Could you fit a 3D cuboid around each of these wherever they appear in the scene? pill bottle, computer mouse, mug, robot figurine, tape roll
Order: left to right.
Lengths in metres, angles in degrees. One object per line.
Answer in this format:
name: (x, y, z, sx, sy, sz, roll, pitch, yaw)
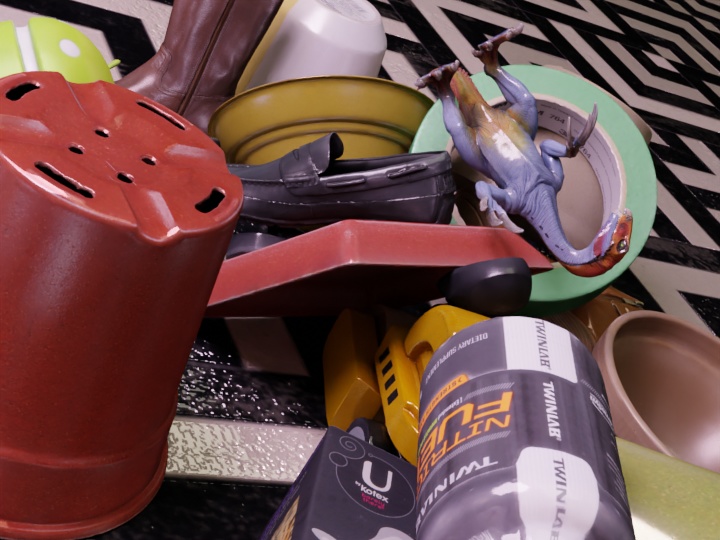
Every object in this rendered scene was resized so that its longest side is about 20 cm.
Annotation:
robot figurine: (-0.256, -0.104, 0.853, 0.199, 0.116, 0.176, -14, 40, -10)
mug: (-0.066, -0.196, 1.192, 0.186, 0.153, 0.150, 21, 29, -14)
computer mouse: (0.078, 0.026, 0.891, 0.058, 0.200, 0.034, -8, 80, -7)
pill bottle: (0.080, 0.116, 0.626, 0.106, 0.106, 0.200, 24, 27, -9)
tape roll: (0.134, -0.064, 1.006, 0.200, 0.048, 0.201, 2, 72, -7)

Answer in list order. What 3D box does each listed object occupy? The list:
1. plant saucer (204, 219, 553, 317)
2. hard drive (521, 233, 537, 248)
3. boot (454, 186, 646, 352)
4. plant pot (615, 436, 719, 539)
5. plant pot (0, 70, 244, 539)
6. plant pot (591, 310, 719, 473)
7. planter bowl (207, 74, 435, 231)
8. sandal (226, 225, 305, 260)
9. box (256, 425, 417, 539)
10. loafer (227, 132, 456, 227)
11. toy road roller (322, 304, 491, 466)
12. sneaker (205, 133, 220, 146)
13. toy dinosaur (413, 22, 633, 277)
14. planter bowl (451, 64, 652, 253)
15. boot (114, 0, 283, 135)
plant saucer: (0.000, 0.000, 0.898, 0.199, 0.200, 0.037, 1, 77, -42)
hard drive: (0.146, 0.020, 1.164, 0.132, 0.025, 0.200, 5, 36, -38)
boot: (0.165, 0.013, 1.090, 0.154, 0.074, 0.200, 0, 51, -36)
plant pot: (0.173, 0.187, 0.758, 0.184, 0.201, 0.200, 27, 25, 19)
plant pot: (-0.168, 0.010, 0.702, 0.200, 0.196, 0.201, 22, 29, -13)
plant pot: (0.250, 0.134, 0.984, 0.200, 0.093, 0.201, 23, 34, -17)
planter bowl: (-0.029, -0.085, 1.067, 0.200, 0.200, 0.084, 9, 69, -33)
sandal: (-0.038, -0.025, 1.016, 0.076, 0.043, 0.200, -5, -2, 34)
box: (0.000, 0.194, 0.645, 0.122, 0.106, 0.200, 28, 27, -7)
loafer: (-0.028, -0.069, 0.936, 0.200, 0.071, 0.068, 5, 20, 10)
toy road roller: (0.060, 0.075, 0.858, 0.123, 0.146, 0.200, 19, 29, -18)
sneaker: (-0.187, -0.085, 0.982, 0.091, 0.076, 0.200, 35, 26, 22)
toy dinosaur: (0.126, -0.081, 0.913, 0.182, 0.105, 0.200, 61, 6, -7)
planter bowl: (0.177, -0.099, 1.138, 0.200, 0.135, 0.200, 33, 0, 0)
boot: (-0.167, -0.199, 1.048, 0.186, 0.200, 0.064, 8, 33, -34)
